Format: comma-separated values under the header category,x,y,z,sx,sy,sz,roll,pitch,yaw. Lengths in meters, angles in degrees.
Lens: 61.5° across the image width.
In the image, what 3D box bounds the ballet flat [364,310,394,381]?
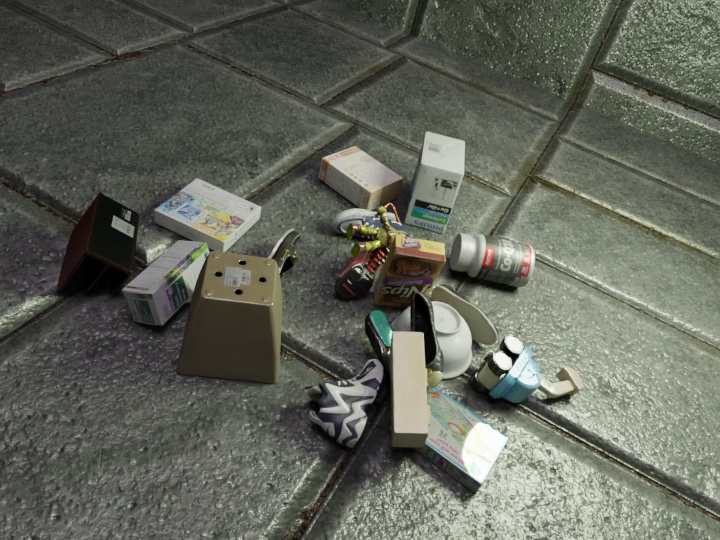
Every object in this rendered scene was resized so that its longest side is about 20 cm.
category,x,y,z,sx,sy,sz,roll,pitch,yaw
ballet flat,0.062,0.177,1.267,0.067,0.069,0.202,-6,54,-27

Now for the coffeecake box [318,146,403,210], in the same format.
category,x,y,z,sx,sy,sz,roll,pitch,yaw
coffeecake box,0.000,-0.271,1.778,0.199,0.074,0.153,38,44,24

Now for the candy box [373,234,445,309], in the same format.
category,x,y,z,sx,sy,sz,roll,pitch,yaw
candy box,0.108,0.011,1.378,0.115,0.201,0.057,9,53,-8

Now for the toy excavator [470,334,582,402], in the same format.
category,x,y,z,sx,sy,sz,roll,pitch,yaw
toy excavator,0.366,0.235,1.310,0.200,0.100,0.194,43,46,10

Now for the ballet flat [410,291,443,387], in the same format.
category,x,y,z,sx,sy,sz,roll,pitch,yaw
ballet flat,0.129,0.142,1.251,0.066,0.057,0.203,-17,65,19

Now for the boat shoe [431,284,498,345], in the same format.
category,x,y,z,sx,sy,sz,roll,pitch,yaw
boat shoe,0.257,0.098,1.435,0.062,0.073,0.200,-12,42,-44

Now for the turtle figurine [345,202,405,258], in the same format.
category,x,y,z,sx,sy,sz,roll,pitch,yaw
turtle figurine,0.052,-0.066,1.428,0.159,0.064,0.203,-5,80,-31

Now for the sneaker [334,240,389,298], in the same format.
category,x,y,z,sx,sy,sz,roll,pitch,yaw
sneaker,0.000,0.000,1.474,0.074,0.086,0.200,51,59,-15

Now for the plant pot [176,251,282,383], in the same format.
category,x,y,z,sx,sy,sz,roll,pitch,yaw
plant pot,-0.243,0.078,1.194,0.197,0.179,0.201,8,39,-11

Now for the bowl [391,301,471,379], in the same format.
category,x,y,z,sx,sy,sz,roll,pitch,yaw
bowl,0.167,0.134,1.346,0.198,0.091,0.202,11,39,-9

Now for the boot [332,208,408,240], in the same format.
category,x,y,z,sx,sy,sz,roll,pitch,yaw
boot,0.030,-0.110,1.598,0.197,0.074,0.091,-4,37,-25

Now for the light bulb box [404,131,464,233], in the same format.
category,x,y,z,sx,sy,sz,roll,pitch,yaw
light bulb box,0.213,-0.252,1.731,0.123,0.202,0.199,14,38,0

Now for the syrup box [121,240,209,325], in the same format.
category,x,y,z,sx,sy,sz,roll,pitch,yaw
syrup box,-0.397,0.022,1.267,0.080,0.080,0.201,5,34,20

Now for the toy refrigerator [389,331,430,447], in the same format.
category,x,y,z,sx,sy,sz,roll,pitch,yaw
toy refrigerator,0.092,0.223,1.145,0.069,0.076,0.202,2,55,-1

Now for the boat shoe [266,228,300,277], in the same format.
category,x,y,z,sx,sy,sz,roll,pitch,yaw
boat shoe,-0.185,-0.021,1.422,0.060,0.072,0.202,25,47,5

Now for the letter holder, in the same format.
category,x,y,z,sx,sy,sz,roll,pitch,yaw
letter holder,-0.561,-0.039,1.297,0.100,0.142,0.201,31,27,-35

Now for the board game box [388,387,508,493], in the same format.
category,x,y,z,sx,sy,sz,roll,pitch,yaw
board game box,0.172,0.316,1.175,0.199,0.035,0.134,33,41,19

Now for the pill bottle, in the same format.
category,x,y,z,sx,sy,sz,roll,pitch,yaw
pill bottle,0.342,-0.030,1.582,0.197,0.115,0.115,11,39,-6

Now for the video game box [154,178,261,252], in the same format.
category,x,y,z,sx,sy,sz,roll,pitch,yaw
video game box,-0.377,-0.139,1.509,0.198,0.047,0.183,24,38,10

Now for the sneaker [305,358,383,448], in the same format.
category,x,y,z,sx,sy,sz,roll,pitch,yaw
sneaker,-0.037,0.229,1.166,0.128,0.080,0.200,26,49,-1
